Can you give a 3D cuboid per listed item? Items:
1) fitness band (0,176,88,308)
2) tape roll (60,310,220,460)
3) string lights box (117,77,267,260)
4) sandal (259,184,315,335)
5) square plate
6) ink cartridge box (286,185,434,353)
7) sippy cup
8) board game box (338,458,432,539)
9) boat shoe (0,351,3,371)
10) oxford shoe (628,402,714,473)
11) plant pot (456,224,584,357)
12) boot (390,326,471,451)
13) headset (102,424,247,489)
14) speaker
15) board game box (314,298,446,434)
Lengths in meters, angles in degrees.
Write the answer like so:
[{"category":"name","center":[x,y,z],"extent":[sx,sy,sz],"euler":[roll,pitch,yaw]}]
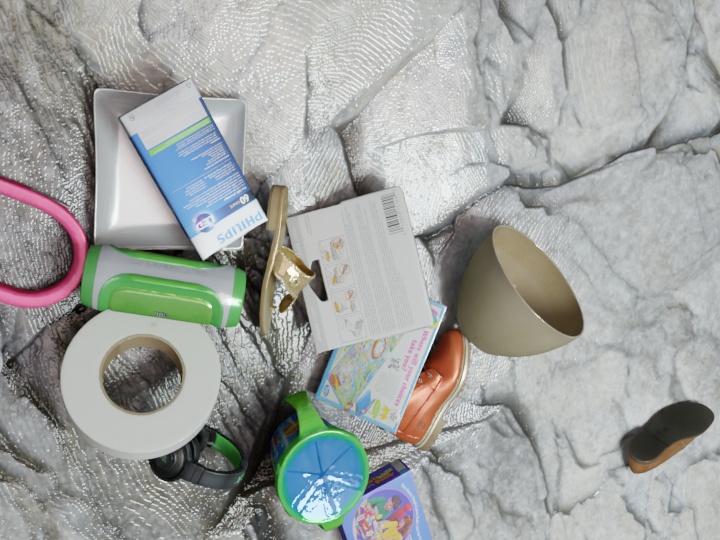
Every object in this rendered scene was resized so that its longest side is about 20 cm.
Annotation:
[{"category":"fitness band","center":[-0.437,-0.035,0.917],"extent":[0.197,0.037,0.146],"euler":[23,91,-22]},{"category":"tape roll","center":[-0.279,0.137,0.950],"extent":[0.199,0.037,0.206],"euler":[9,59,-14]},{"category":"string lights box","center":[-0.212,-0.128,0.947],"extent":[0.102,0.059,0.202],"euler":[-31,110,-13]},{"category":"sandal","center":[-0.095,-0.007,1.017],"extent":[0.068,0.078,0.216],"euler":[6,106,2]},{"category":"square plate","center":[-0.250,-0.129,0.980],"extent":[0.194,0.028,0.204],"euler":[0,99,-21]},{"category":"ink cartridge box","center":[0.000,0.000,1.064],"extent":[0.173,0.045,0.204],"euler":[-14,87,7]},{"category":"sippy cup","center":[-0.071,0.271,1.066],"extent":[0.138,0.130,0.181],"euler":[21,91,-22]},{"category":"board game box","center":[0.042,0.424,1.184],"extent":[0.132,0.045,0.203],"euler":[-22,107,-17]},{"category":"boat shoe","center":[-0.530,0.086,0.886],"extent":[0.199,0.066,0.073],"euler":[35,86,-23]},{"category":"oxford shoe","center":[0.569,0.309,1.373],"extent":[0.197,0.071,0.072],"euler":[-25,135,-16]},{"category":"plant pot","center":[0.223,0.052,1.130],"extent":[0.199,0.202,0.134],"euler":[34,123,-23]},{"category":"boot","center":[0.098,0.171,1.149],"extent":[0.106,0.075,0.203],"euler":[25,91,-18]},{"category":"headset","center":[-0.252,0.245,1.003],"extent":[0.197,0.124,0.095],"euler":[27,98,-6]},{"category":"speaker","center":[-0.250,0.021,0.952],"extent":[0.196,0.088,0.090],"euler":[10,96,-14]},{"category":"board game box","center":[0.030,0.120,1.103],"extent":[0.132,0.034,0.203],"euler":[23,91,2]}]
